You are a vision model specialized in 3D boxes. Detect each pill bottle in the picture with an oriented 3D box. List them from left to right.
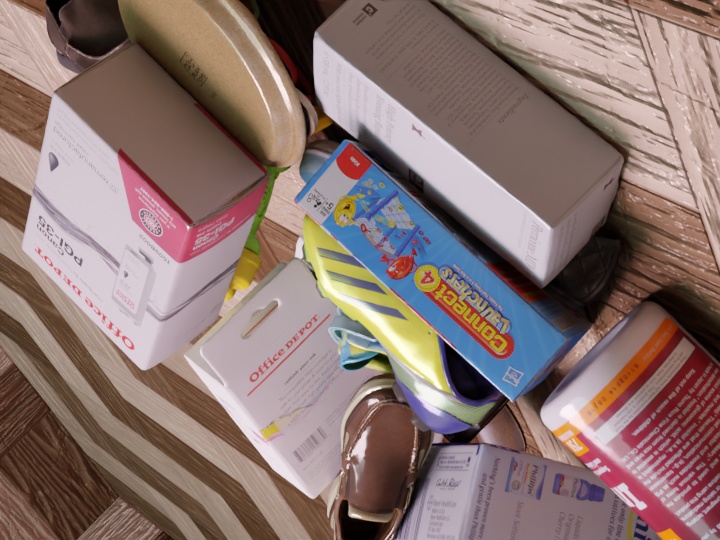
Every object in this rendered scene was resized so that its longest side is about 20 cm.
[{"bbox_3d":[0.226,0.126,1.224,0.200,0.113,0.113,44,163,3],"label":"pill bottle"}]

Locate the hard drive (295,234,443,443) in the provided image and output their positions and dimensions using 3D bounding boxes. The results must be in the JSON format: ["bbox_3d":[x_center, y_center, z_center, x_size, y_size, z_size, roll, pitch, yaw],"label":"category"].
[{"bbox_3d":[0.008,0.070,1.664,0.200,0.027,0.132,48,153,24],"label":"hard drive"}]

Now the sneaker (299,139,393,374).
[{"bbox_3d":[0.000,0.000,1.430,0.200,0.131,0.080,43,165,6],"label":"sneaker"}]

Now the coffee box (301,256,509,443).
[{"bbox_3d":[0.044,0.047,1.522,0.200,0.080,0.114,43,166,6],"label":"coffee box"}]

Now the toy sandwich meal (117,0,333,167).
[{"bbox_3d":[-0.093,-0.160,1.266,0.205,0.070,0.205,41,157,21],"label":"toy sandwich meal"}]

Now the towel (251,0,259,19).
[{"bbox_3d":[-0.130,-0.208,1.406,0.149,0.031,0.200,49,161,7],"label":"towel"}]

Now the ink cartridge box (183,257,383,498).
[{"bbox_3d":[-0.060,0.078,1.498,0.067,0.116,0.200,31,160,47],"label":"ink cartridge box"}]

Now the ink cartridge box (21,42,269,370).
[{"bbox_3d":[-0.160,-0.041,1.332,0.146,0.083,0.200,43,145,13],"label":"ink cartridge box"}]

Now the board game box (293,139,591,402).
[{"bbox_3d":[0.063,-0.002,1.271,0.196,0.056,0.200,43,-171,8],"label":"board game box"}]

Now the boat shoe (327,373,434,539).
[{"bbox_3d":[0.016,0.167,1.463,0.074,0.075,0.203,7,138,-4],"label":"boat shoe"}]

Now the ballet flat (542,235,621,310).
[{"bbox_3d":[0.099,-0.047,1.257,0.200,0.057,0.066,41,-169,29],"label":"ballet flat"}]

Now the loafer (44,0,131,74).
[{"bbox_3d":[-0.210,-0.192,1.459,0.200,0.073,0.071,19,142,57],"label":"loafer"}]

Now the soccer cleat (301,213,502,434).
[{"bbox_3d":[0.033,0.028,1.344,0.084,0.065,0.200,-30,97,42],"label":"soccer cleat"}]

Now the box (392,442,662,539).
[{"bbox_3d":[0.144,0.211,1.495,0.199,0.105,0.184,16,170,-16],"label":"box"}]

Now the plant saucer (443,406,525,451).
[{"bbox_3d":[0.068,0.114,1.714,0.200,0.032,0.200,41,163,15],"label":"plant saucer"}]

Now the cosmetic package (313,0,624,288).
[{"bbox_3d":[0.066,-0.089,1.169,0.200,0.074,0.102,41,164,17],"label":"cosmetic package"}]

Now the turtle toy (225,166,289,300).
[{"bbox_3d":[-0.124,-0.058,1.477,0.101,0.146,0.200,22,167,-11],"label":"turtle toy"}]

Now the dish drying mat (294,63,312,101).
[{"bbox_3d":[-0.078,-0.135,1.491,0.077,0.018,0.200,43,163,3],"label":"dish drying mat"}]
